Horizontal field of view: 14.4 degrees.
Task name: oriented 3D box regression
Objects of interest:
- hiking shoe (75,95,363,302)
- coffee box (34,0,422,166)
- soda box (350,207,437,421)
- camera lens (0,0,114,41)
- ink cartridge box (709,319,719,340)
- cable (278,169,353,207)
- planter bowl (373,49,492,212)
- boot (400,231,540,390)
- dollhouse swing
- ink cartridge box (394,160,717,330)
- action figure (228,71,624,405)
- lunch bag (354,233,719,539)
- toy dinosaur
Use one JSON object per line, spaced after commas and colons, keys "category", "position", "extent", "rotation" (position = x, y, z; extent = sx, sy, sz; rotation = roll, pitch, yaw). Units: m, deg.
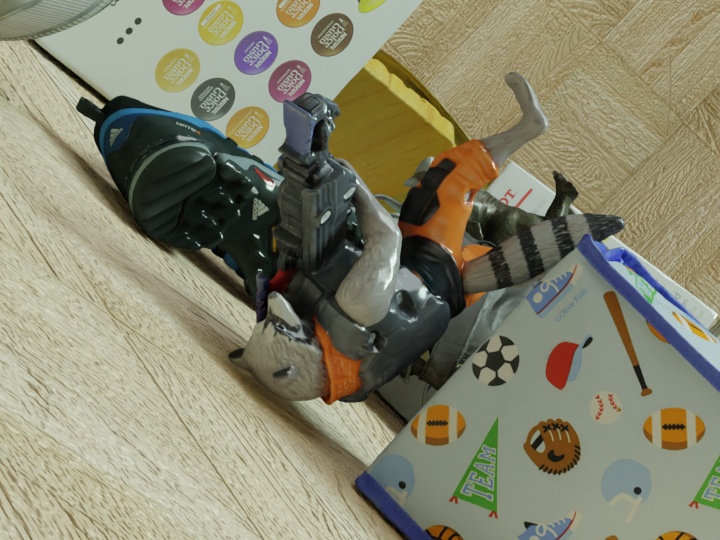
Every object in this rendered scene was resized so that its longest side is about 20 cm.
{"category": "hiking shoe", "position": [-0.064, -0.039, 1.522], "extent": [0.087, 0.074, 0.200], "rotation": [50, 8, 38]}
{"category": "coffee box", "position": [-0.106, -0.207, 1.787], "extent": [0.198, 0.200, 0.200], "rotation": [39, 7, -40]}
{"category": "soda box", "position": [0.042, 0.054, 1.646], "extent": [0.200, 0.064, 0.068], "rotation": [44, 7, 8]}
{"category": "camera lens", "position": [-0.183, -0.194, 1.389], "extent": [0.160, 0.160, 0.200], "rotation": [44, 6, 4]}
{"category": "ink cartridge box", "position": [0.289, 0.088, 1.890], "extent": [0.146, 0.084, 0.200], "rotation": [48, -3, 4]}
{"category": "cable", "position": [0.000, 0.000, 1.812], "extent": [0.097, 0.050, 0.200], "rotation": [-20, 53, -43]}
{"category": "planter bowl", "position": [0.028, -0.065, 2.127], "extent": [0.201, 0.083, 0.200], "rotation": [49, -11, 13]}
{"category": "boot", "position": [0.069, 0.067, 1.569], "extent": [0.174, 0.200, 0.069], "rotation": [20, -32, 1]}
{"category": "dollhouse swing", "position": [-0.043, -0.164, 1.997], "extent": [0.200, 0.181, 0.176], "rotation": [38, 44, -46]}
{"category": "ink cartridge box", "position": [0.099, 0.019, 1.727], "extent": [0.200, 0.115, 0.068], "rotation": [37, -26, 9]}
{"category": "action figure", "position": [0.021, -0.010, 1.355], "extent": [0.105, 0.193, 0.200], "rotation": [43, -20, 29]}
{"category": "lunch bag", "position": [0.131, 0.112, 1.354], "extent": [0.200, 0.170, 0.124], "rotation": [44, 11, 14]}
{"category": "toy dinosaur", "position": [0.104, 0.011, 1.664], "extent": [0.200, 0.102, 0.077], "rotation": [53, -7, 3]}
